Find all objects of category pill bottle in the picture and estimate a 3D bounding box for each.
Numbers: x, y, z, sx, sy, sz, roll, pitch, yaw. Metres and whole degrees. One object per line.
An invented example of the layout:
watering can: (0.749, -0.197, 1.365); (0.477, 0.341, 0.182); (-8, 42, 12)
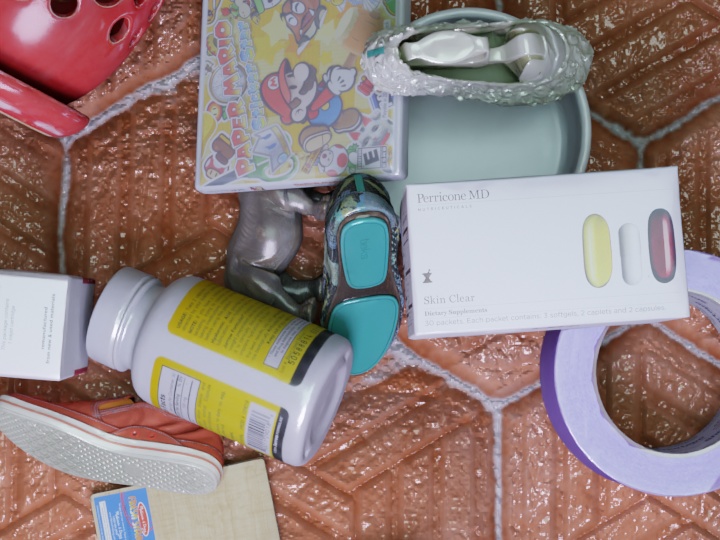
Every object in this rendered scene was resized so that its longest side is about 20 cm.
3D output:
pill bottle: (-0.115, 0.070, 1.285); (0.199, 0.111, 0.112); (22, 86, 11)

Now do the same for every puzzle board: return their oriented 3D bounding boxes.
puzzle board: (-0.133, 0.270, 1.334); (0.150, 0.017, 0.201); (-12, 87, -1)

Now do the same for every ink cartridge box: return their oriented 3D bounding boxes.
ink cartridge box: (-0.322, 0.037, 1.273); (0.198, 0.147, 0.084); (5, 89, -1)

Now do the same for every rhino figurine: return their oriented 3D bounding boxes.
rhino figurine: (-0.063, -0.059, 1.329); (0.087, 0.060, 0.202); (8, 85, 12)

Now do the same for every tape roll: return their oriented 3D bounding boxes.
tape roll: (0.252, 0.084, 1.324); (0.198, 0.085, 0.202); (0, 87, -1)

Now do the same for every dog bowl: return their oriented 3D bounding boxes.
dog bowl: (0.088, -0.112, 1.330); (0.198, 0.079, 0.202); (0, 87, -3)

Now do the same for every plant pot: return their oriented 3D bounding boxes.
plant pot: (-0.268, -0.219, 1.265); (0.200, 0.200, 0.183); (29, 90, 0)

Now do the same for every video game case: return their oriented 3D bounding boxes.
video game case: (-0.047, -0.167, 1.299); (0.181, 0.023, 0.202); (-3, 79, 21)

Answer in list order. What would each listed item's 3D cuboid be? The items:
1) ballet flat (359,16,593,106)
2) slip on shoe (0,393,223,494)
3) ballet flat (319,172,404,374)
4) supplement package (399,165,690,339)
ballet flat: (0.100, -0.164, 1.243); (0.199, 0.072, 0.072); (-5, 87, -17)
slip on shoe: (-0.206, 0.133, 1.319); (0.199, 0.074, 0.061); (11, 52, 4)
ballet flat: (0.000, 0.000, 1.295); (0.074, 0.201, 0.075); (4, 48, -4)
supplement package: (0.132, -0.010, 1.206); (0.198, 0.156, 0.112); (-4, 86, 0)
